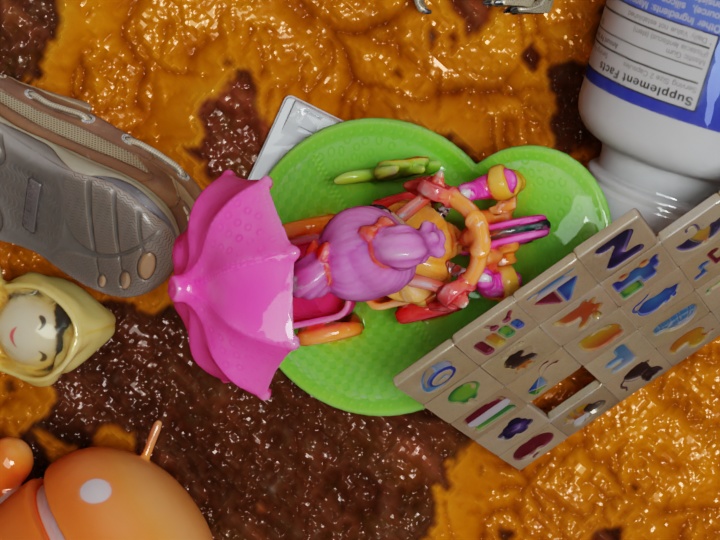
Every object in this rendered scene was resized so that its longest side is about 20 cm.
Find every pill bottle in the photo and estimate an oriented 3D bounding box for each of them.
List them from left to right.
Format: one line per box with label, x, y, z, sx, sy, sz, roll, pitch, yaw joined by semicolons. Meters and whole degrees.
pill bottle;0.170;-0.109;0.751;0.111;0.112;0.202;13;108;-3

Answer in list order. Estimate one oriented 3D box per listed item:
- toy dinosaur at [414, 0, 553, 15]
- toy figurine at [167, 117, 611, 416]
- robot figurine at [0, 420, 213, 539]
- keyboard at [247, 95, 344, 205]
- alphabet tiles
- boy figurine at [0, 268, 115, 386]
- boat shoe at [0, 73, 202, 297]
toy dinosaur;0.077;-0.181;0.775;0.198;0.058;0.102;-1;95;-2
toy figurine;0.000;0.000;0.695;0.198;0.184;0.152;-12;90;21
robot figurine;-0.155;0.167;0.776;0.200;0.144;0.117;-39;124;3
keyboard;0.039;-0.024;0.816;0.199;0.011;0.057;26;100;-4
alphabet tiles;0.128;0.021;0.746;0.199;0.167;0.008;-36;58;10
boy figurine;-0.226;0.029;0.785;0.198;0.064;0.126;9;93;0
boat shoe;-0.165;-0.055;0.776;0.199;0.072;0.076;32;125;11
